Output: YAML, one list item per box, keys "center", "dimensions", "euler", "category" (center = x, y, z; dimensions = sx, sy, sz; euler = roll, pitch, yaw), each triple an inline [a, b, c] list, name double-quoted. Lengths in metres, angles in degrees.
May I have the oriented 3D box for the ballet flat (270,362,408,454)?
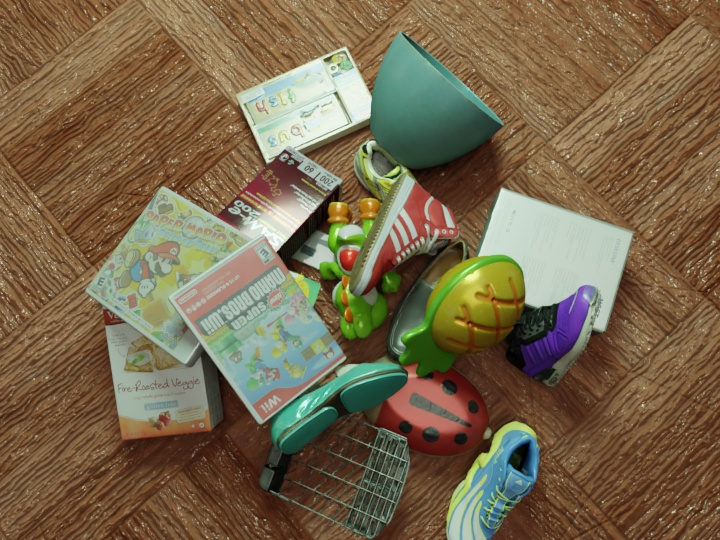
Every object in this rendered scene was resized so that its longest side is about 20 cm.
- center: [-0.035, 0.164, 0.812]
  dimensions: [0.200, 0.067, 0.070]
  euler: [-29, 45, -7]
  category: "ballet flat"

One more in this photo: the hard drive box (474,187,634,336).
- center: [0.271, -0.010, 0.892]
  dimensions: [0.199, 0.077, 0.156]
  euler: [20, 80, 6]
  category: "hard drive box"

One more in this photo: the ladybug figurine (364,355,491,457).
- center: [0.093, 0.190, 0.860]
  dimensions: [0.199, 0.072, 0.136]
  euler: [20, 80, 5]
  category: "ladybug figurine"

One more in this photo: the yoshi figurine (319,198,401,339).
- center: [0.000, 0.004, 0.895]
  dimensions: [0.112, 0.112, 0.201]
  euler: [8, 74, -28]
  category: "yoshi figurine"

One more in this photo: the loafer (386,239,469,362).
- center: [0.096, 0.038, 0.870]
  dimensions: [0.073, 0.072, 0.200]
  euler: [25, 67, 12]
  category: "loafer"

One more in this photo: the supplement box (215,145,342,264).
- center: [-0.127, -0.080, 0.897]
  dimensions: [0.109, 0.061, 0.200]
  euler: [34, 66, 12]
  category: "supplement box"

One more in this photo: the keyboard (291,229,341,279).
- center: [-0.078, -0.037, 0.944]
  dimensions: [0.199, 0.011, 0.056]
  euler: [24, 86, 6]
  category: "keyboard"

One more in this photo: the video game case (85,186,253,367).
- center: [-0.248, 0.002, 0.817]
  dimensions: [0.200, 0.023, 0.182]
  euler: [29, 79, 22]
  category: "video game case"

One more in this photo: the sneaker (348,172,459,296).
- center: [0.065, -0.031, 0.831]
  dimensions: [0.112, 0.071, 0.200]
  euler: [32, 62, -11]
  category: "sneaker"

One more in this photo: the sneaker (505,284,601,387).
- center: [0.247, 0.082, 0.821]
  dimensions: [0.099, 0.200, 0.070]
  euler: [25, 52, 13]
  category: "sneaker"

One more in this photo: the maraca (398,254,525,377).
- center: [0.135, 0.061, 0.801]
  dimensions: [0.200, 0.137, 0.107]
  euler: [-45, 40, 6]
  category: "maraca"

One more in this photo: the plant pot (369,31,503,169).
- center: [0.092, -0.230, 0.900]
  dimensions: [0.200, 0.200, 0.135]
  euler: [45, 112, 9]
  category: "plant pot"

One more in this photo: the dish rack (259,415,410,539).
- center: [-0.034, 0.266, 0.840]
  dimensions: [0.199, 0.055, 0.154]
  euler: [18, 81, 17]
  category: "dish rack"

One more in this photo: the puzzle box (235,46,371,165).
- center: [-0.084, -0.262, 0.980]
  dimensions: [0.199, 0.025, 0.133]
  euler: [-25, 80, -4]
  category: "puzzle box"

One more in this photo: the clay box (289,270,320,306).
- center: [-0.168, 0.039, 0.910]
  dimensions: [0.199, 0.048, 0.115]
  euler: [21, 82, 4]
  category: "clay box"

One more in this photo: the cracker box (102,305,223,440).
- center: [-0.279, 0.130, 0.864]
  dimensions: [0.133, 0.058, 0.201]
  euler: [-8, 91, 6]
  category: "cracker box"

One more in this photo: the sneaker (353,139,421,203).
- center: [0.060, -0.113, 0.919]
  dimensions: [0.075, 0.076, 0.200]
  euler: [-43, 82, -8]
  category: "sneaker"

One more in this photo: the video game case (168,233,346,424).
- center: [-0.127, 0.075, 0.779]
  dimensions: [0.143, 0.017, 0.200]
  euler: [-36, 102, -15]
  category: "video game case"

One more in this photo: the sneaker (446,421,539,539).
- center: [0.178, 0.295, 0.819]
  dimensions: [0.076, 0.105, 0.200]
  euler: [27, 80, 7]
  category: "sneaker"
